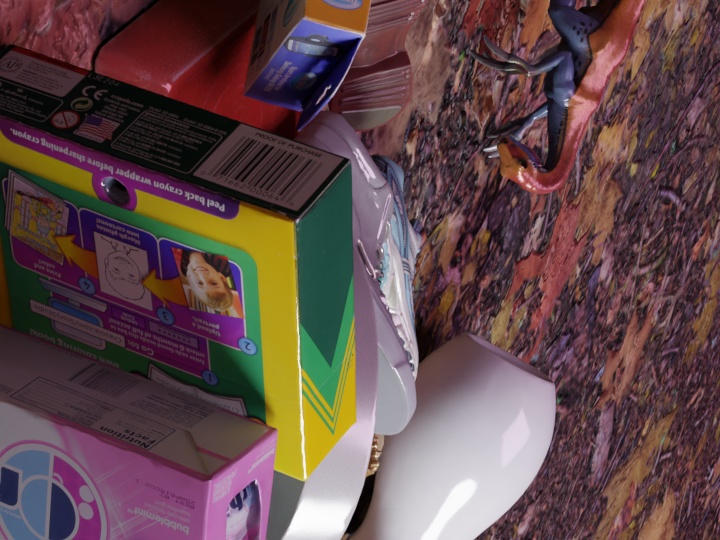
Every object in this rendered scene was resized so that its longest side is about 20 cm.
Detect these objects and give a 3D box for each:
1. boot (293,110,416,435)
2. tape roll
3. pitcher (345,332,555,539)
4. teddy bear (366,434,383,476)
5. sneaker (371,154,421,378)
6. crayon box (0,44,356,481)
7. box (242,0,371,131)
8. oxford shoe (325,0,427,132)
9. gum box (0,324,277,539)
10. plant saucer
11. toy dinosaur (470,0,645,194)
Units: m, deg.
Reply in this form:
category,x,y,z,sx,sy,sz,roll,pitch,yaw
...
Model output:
category,x,y,z,sx,sy,sz,roll,pitch,yaw
boot,0.000,0.000,1.455,0.096,0.073,0.200,-55,136,-38
tape roll,-0.046,0.069,1.337,0.037,0.203,0.204,5,109,-23
pitcher,0.066,0.151,1.837,0.200,0.121,0.172,-61,179,5
teddy bear,-0.068,0.130,1.513,0.199,0.067,0.145,-21,163,-31
sneaker,0.016,0.007,1.631,0.086,0.077,0.200,-57,154,-37
crayon box,-0.101,-0.003,1.194,0.058,0.199,0.173,-49,150,-40
box,-0.020,-0.180,1.303,0.119,0.041,0.201,137,-34,-65
oxford shoe,-0.003,-0.170,1.438,0.070,0.075,0.200,-11,146,-17
gum box,-0.137,0.112,1.205,0.066,0.199,0.114,-35,138,-54
plant saucer,-0.080,-0.083,1.390,0.200,0.037,0.200,-47,148,-45
toy dinosaur,0.153,-0.148,1.735,0.105,0.199,0.182,32,47,-52
